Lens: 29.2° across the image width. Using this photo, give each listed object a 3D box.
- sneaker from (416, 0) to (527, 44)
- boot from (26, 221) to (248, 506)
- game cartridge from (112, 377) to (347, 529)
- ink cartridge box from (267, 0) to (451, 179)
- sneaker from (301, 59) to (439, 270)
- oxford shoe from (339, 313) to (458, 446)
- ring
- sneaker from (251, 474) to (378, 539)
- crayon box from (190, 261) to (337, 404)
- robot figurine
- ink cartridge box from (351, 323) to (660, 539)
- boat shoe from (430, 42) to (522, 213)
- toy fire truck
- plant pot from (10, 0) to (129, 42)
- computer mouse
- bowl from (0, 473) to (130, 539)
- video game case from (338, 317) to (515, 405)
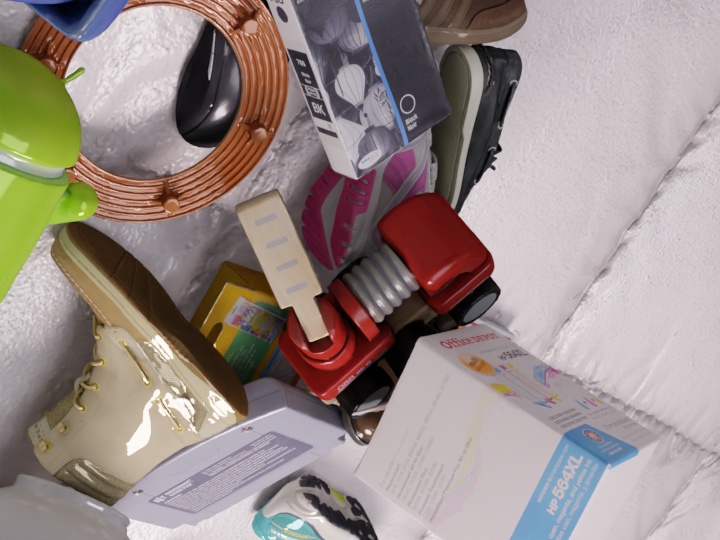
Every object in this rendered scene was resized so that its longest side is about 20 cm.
[{"bbox_3d":[0.060,-0.219,1.072,0.198,0.070,0.077,-14,122,-38],"label":"sneaker"},{"bbox_3d":[-0.200,0.076,1.043,0.155,0.073,0.200,-34,114,13],"label":"boot"},{"bbox_3d":[-0.117,0.154,1.156,0.199,0.041,0.133,-31,152,20],"label":"game cartridge"},{"bbox_3d":[-0.007,-0.176,0.980,0.099,0.039,0.202,-36,122,-21],"label":"ink cartridge box"},{"bbox_3d":[0.022,-0.095,1.131,0.087,0.081,0.202,-6,132,-41],"label":"sneaker"},{"bbox_3d":[0.037,0.054,1.176,0.073,0.084,0.202,42,58,-42],"label":"oxford shoe"},{"bbox_3d":[-0.142,-0.119,0.959,0.198,0.019,0.203,-11,124,-17],"label":"ring"},{"bbox_3d":[-0.035,0.264,1.368,0.079,0.078,0.200,-34,137,11],"label":"sneaker"},{"bbox_3d":[-0.086,0.070,1.171,0.199,0.051,0.127,19,105,-49],"label":"crayon box"},{"bbox_3d":[-0.251,-0.054,0.872,0.174,0.116,0.202,21,104,-40],"label":"robot figurine"},{"bbox_3d":[0.103,0.136,1.065,0.128,0.199,0.126,-5,125,-61],"label":"ink cartridge box"},{"bbox_3d":[0.091,-0.109,1.160,0.065,0.075,0.201,-13,137,-23],"label":"boat shoe"},{"bbox_3d":[0.000,0.000,1.047,0.175,0.129,0.200,-40,161,-1],"label":"toy fire truck"},{"bbox_3d":[-0.183,-0.250,0.731,0.201,0.200,0.179,-54,146,4],"label":"plant pot"},{"bbox_3d":[-0.094,-0.176,0.979,0.139,0.046,0.202,8,114,-47],"label":"computer mouse"},{"bbox_3d":[-0.238,0.217,1.063,0.201,0.199,0.091,45,60,-50],"label":"bowl"},{"bbox_3d":[0.059,0.096,1.352,0.199,0.017,0.144,24,102,-49],"label":"video game case"}]
